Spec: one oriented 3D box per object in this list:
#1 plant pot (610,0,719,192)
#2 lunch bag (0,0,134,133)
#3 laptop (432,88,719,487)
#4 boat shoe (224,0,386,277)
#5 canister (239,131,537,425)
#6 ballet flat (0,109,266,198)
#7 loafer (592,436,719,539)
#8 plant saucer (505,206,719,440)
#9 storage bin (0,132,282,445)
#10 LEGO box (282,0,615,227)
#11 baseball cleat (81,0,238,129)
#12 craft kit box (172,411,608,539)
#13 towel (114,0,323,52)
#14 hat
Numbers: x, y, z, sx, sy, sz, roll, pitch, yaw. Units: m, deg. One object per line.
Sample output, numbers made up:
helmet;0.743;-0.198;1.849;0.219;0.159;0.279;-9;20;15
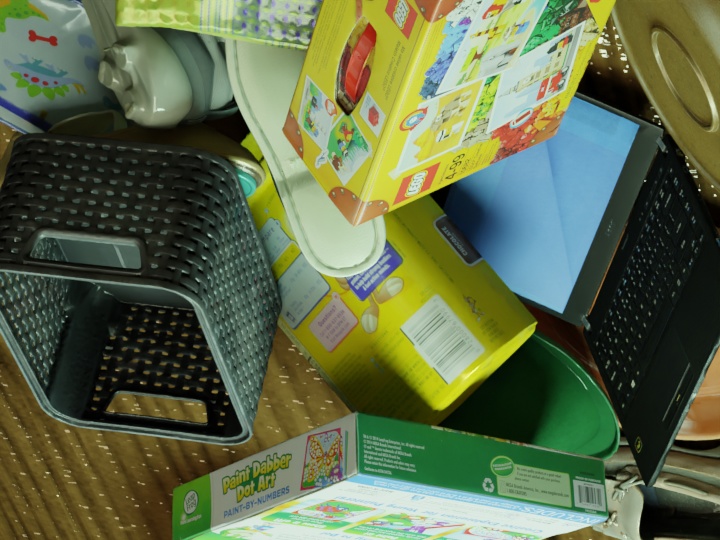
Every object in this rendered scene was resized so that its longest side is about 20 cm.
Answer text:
plant pot;0.183;-0.109;1.516;0.027;0.200;0.201;-29;132;-8
lunch bag;-0.182;-0.144;1.715;0.199;0.083;0.161;30;143;-7
laptop;0.125;0.000;1.665;0.103;0.201;0.178;-3;139;-19
boat shoe;-0.030;-0.099;1.606;0.074;0.066;0.200;-19;108;3
canister;0.000;0.000;1.725;0.200;0.086;0.149;50;139;6
ballet flat;-0.139;-0.070;1.658;0.199;0.063;0.069;-6;151;32
loafer;0.205;0.155;1.881;0.199;0.063;0.072;-3;134;28
plant saucer;0.188;0.031;1.775;0.199;0.032;0.201;14;139;12
storage bin;-0.132;0.013;1.642;0.134;0.094;0.200;6;153;13
LEGO box;0.055;-0.133;1.492;0.077;0.148;0.200;53;150;22
baseball cleat;-0.123;-0.177;1.627;0.070;0.106;0.201;-29;75;56
craft kit box;0.017;0.146;1.755;0.199;0.049;0.197;14;152;-36
towel;-0.062;-0.212;1.502;0.143;0.023;0.201;10;120;5
hat;0.045;0.135;1.817;0.199;0.176;0.166;-2;135;51
